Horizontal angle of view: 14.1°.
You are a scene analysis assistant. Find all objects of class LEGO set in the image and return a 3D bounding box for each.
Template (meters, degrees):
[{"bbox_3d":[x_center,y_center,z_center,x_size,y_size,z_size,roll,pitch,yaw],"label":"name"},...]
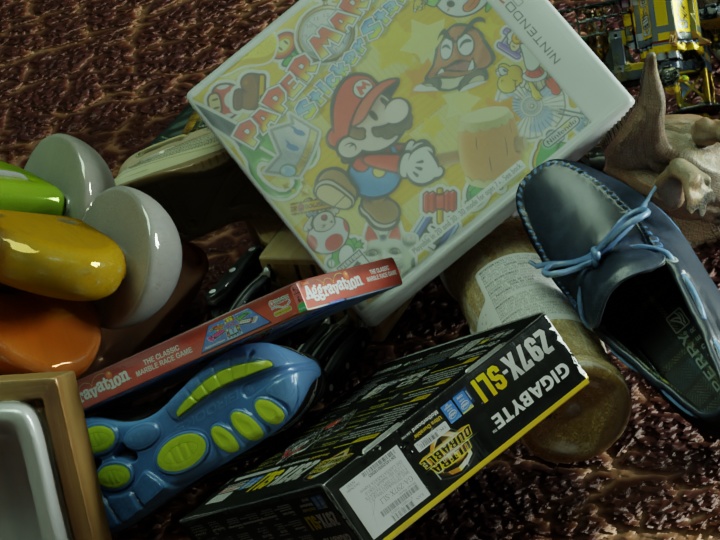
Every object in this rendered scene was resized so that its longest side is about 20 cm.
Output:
[{"bbox_3d":[0.137,-0.091,1.753,0.200,0.116,0.154,-8,-8,9],"label":"LEGO set"}]

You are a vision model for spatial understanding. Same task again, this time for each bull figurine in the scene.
[{"bbox_3d":[-0.179,0.044,1.780,0.121,0.065,0.200,17,47,36],"label":"bull figurine"}]

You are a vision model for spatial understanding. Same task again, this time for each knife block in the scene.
[{"bbox_3d":[0.000,0.000,1.759,0.200,0.064,0.176,-23,33,-8],"label":"knife block"}]

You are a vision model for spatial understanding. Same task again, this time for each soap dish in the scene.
[{"bbox_3d":[-0.232,0.131,1.604,0.200,0.157,0.081,-5,18,21],"label":"soap dish"}]

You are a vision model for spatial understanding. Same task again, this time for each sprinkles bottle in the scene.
[{"bbox_3d":[0.095,0.030,1.656,0.068,0.068,0.200,-20,32,-2],"label":"sprinkles bottle"}]

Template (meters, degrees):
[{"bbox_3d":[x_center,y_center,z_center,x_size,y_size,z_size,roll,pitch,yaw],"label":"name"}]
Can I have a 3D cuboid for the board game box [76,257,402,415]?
[{"bbox_3d":[-0.082,0.041,1.641,0.200,0.019,0.103,-24,-4,32],"label":"board game box"}]

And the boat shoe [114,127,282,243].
[{"bbox_3d":[-0.061,-0.067,1.767,0.200,0.072,0.065,-14,33,18],"label":"boat shoe"}]

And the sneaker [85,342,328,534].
[{"bbox_3d":[-0.101,0.097,1.647,0.200,0.071,0.083,-27,-12,27],"label":"sneaker"}]

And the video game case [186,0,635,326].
[{"bbox_3d":[0.028,-0.097,1.688,0.200,0.023,0.182,-40,71,2],"label":"video game case"}]

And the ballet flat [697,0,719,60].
[{"bbox_3d":[0.242,-0.162,1.811,0.068,0.200,0.067,-11,69,0],"label":"ballet flat"}]

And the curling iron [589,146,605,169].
[{"bbox_3d":[0.073,-0.077,1.872,0.200,0.026,0.050,2,39,30],"label":"curling iron"}]

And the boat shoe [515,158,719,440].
[{"bbox_3d":[0.154,0.007,1.575,0.200,0.069,0.084,44,102,27],"label":"boat shoe"}]

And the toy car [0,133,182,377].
[{"bbox_3d":[-0.215,0.002,1.687,0.175,0.150,0.200,5,21,-36],"label":"toy car"}]

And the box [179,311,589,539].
[{"bbox_3d":[0.009,0.096,1.538,0.160,0.049,0.200,-38,7,-26],"label":"box"}]

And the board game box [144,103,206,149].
[{"bbox_3d":[-0.043,-0.105,1.940,0.200,0.028,0.135,-5,32,39],"label":"board game box"}]

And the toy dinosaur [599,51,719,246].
[{"bbox_3d":[0.184,-0.055,1.669,0.136,0.200,0.086,20,78,47],"label":"toy dinosaur"}]
